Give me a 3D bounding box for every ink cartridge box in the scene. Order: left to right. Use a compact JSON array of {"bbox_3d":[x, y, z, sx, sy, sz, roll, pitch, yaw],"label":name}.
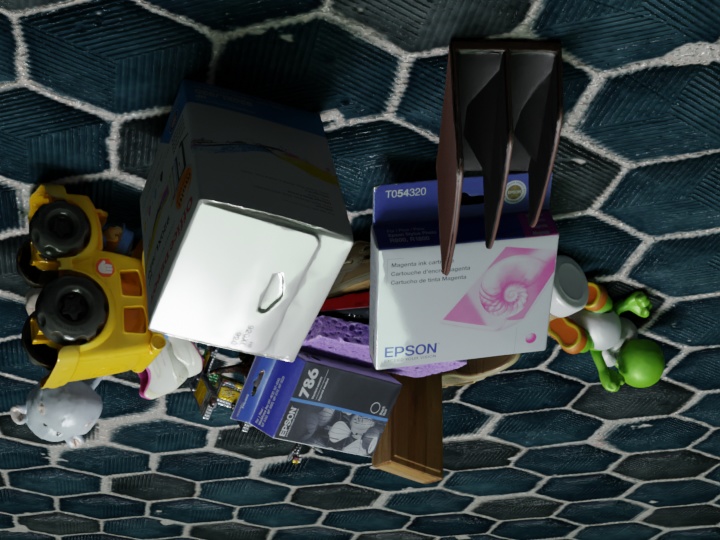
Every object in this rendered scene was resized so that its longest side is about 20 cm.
[{"bbox_3d":[-0.110,-0.047,1.128,0.143,0.201,0.148,13,123,-22],"label":"ink cartridge box"},{"bbox_3d":[-0.047,0.152,1.438,0.199,0.100,0.039,17,-171,-39],"label":"ink cartridge box"},{"bbox_3d":[0.107,0.002,1.295,0.194,0.043,0.202,-6,121,-11],"label":"ink cartridge box"}]

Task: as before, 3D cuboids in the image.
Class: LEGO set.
[{"bbox_3d":[-0.106,0.128,1.473,0.199,0.155,0.116,30,-175,-23],"label":"LEGO set"}]

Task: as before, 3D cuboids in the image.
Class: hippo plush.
[{"bbox_3d":[-0.367,0.119,1.517,0.159,0.162,0.199,37,155,-23],"label":"hippo plush"}]

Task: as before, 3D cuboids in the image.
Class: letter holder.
[{"bbox_3d":[0.125,-0.092,1.142,0.099,0.144,0.201,1,153,0],"label":"letter holder"}]

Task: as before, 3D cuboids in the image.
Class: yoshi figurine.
[{"bbox_3d":[0.317,0.088,1.538,0.111,0.113,0.199,-23,149,27],"label":"yoshi figurine"}]

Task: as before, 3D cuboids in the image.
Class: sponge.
[{"bbox_3d":[0.013,0.089,1.441,0.198,0.030,0.111,13,163,-27],"label":"sponge"}]

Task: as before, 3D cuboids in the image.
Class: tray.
[{"bbox_3d":[0.061,0.158,1.574,0.037,0.202,0.098,-24,145,39],"label":"tray"}]

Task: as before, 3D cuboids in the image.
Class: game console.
[{"bbox_3d":[0.038,0.064,1.441,0.175,0.031,0.200,-11,158,28],"label":"game console"}]

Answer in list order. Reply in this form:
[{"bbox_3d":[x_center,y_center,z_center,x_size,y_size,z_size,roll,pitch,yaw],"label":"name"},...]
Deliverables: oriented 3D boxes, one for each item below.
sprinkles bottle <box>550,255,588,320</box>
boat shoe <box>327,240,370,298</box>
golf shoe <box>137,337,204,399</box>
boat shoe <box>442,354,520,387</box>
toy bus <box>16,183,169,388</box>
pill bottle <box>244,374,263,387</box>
[{"bbox_3d":[0.181,0.047,1.499,0.068,0.069,0.199,20,148,-33],"label":"sprinkles bottle"},{"bbox_3d":[0.000,0.000,1.410,0.073,0.070,0.199,15,155,-40],"label":"boat shoe"},{"bbox_3d":[-0.268,0.058,1.423,0.201,0.091,0.075,50,162,-4],"label":"golf shoe"},{"bbox_3d":[0.139,0.115,1.643,0.199,0.072,0.064,-14,157,43],"label":"boat shoe"},{"bbox_3d":[-0.264,0.014,1.334,0.190,0.203,0.136,-3,163,-23],"label":"toy bus"},{"bbox_3d":[-0.043,0.128,1.618,0.198,0.113,0.111,11,152,-20],"label":"pill bottle"}]
